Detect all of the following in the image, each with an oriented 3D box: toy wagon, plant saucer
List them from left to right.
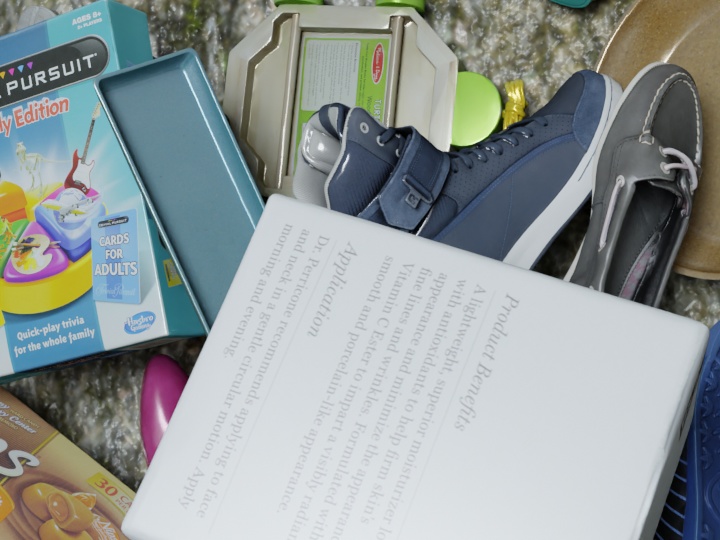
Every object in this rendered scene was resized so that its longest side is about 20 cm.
[{"bbox_3d":[-0.085,-0.025,0.744,0.019,0.070,0.200,-24,91,56],"label":"plant saucer"},{"bbox_3d":[0.009,-0.101,0.834,0.200,0.040,0.155,5,86,15],"label":"toy wagon"},{"bbox_3d":[0.221,-0.090,0.745,0.200,0.035,0.200,-11,73,39],"label":"plant saucer"}]

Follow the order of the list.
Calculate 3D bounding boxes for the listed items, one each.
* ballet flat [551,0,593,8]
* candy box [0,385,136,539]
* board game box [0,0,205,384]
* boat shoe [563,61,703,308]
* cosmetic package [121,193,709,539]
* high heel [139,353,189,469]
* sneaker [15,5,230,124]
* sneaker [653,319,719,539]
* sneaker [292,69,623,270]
[{"bbox_3d":[0.071,-0.224,0.823,0.200,0.067,0.067,22,69,14],"label":"ballet flat"},{"bbox_3d":[-0.224,0.140,0.791,0.200,0.115,0.055,34,120,15],"label":"candy box"},{"bbox_3d":[-0.186,-0.043,0.784,0.151,0.047,0.200,-14,83,21],"label":"board game box"},{"bbox_3d":[0.152,-0.016,0.708,0.057,0.067,0.200,17,84,55],"label":"boat shoe"},{"bbox_3d":[0.033,0.092,0.594,0.200,0.165,0.165,19,73,16],"label":"cosmetic package"},{"bbox_3d":[-0.068,0.138,0.814,0.096,0.067,0.200,-19,94,23],"label":"high heel"},{"bbox_3d":[-0.163,-0.117,0.873,0.200,0.082,0.077,36,115,37],"label":"sneaker"},{"bbox_3d":[0.181,0.118,0.688,0.070,0.078,0.200,21,69,-13],"label":"sneaker"},{"bbox_3d":[0.053,-0.069,0.733,0.146,0.077,0.202,40,71,-14],"label":"sneaker"}]
